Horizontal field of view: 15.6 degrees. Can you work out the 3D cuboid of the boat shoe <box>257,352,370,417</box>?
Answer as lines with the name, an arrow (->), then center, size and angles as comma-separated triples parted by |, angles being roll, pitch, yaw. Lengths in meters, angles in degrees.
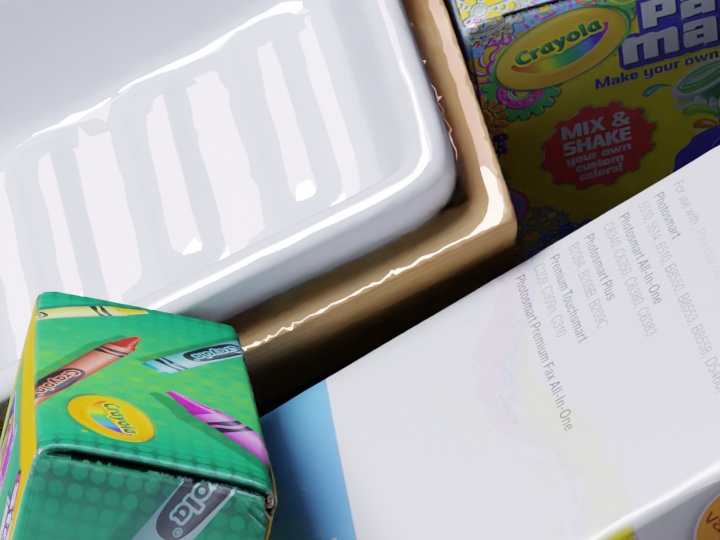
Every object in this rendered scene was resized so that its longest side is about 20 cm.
boat shoe -> -0.048, 0.094, 0.761 | 0.200, 0.073, 0.063 | -43, 3, -11

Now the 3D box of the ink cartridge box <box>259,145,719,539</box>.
ink cartridge box -> 0.081, 0.072, 0.672 | 0.199, 0.129, 0.125 | -31, 29, 12

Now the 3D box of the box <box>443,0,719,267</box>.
box -> 0.112, -0.123, 0.817 | 0.199, 0.122, 0.193 | -14, 49, -1

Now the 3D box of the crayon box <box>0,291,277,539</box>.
crayon box -> -0.076, 0.119, 0.658 | 0.119, 0.058, 0.201 | -112, 36, -72

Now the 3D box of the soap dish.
soap dish -> -0.057, -0.028, 0.760 | 0.199, 0.081, 0.158 | -26, 57, 14
